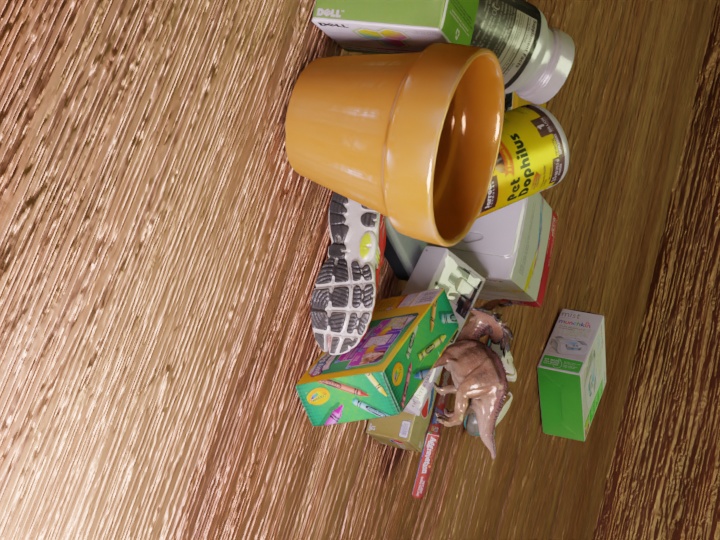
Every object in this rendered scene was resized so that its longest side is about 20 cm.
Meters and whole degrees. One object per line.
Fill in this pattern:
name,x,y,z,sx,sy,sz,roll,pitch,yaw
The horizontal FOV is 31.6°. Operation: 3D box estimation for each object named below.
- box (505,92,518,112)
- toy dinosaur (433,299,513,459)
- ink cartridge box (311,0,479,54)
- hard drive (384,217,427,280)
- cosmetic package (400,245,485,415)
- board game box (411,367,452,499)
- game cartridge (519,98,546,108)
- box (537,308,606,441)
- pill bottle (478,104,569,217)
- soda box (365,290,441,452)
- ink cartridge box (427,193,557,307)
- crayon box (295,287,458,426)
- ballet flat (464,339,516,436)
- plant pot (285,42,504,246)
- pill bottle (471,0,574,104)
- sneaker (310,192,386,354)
box,0.147,-0.222,1.672,0.041,0.118,0.202,-40,136,-63
toy dinosaur,0.147,0.121,1.559,0.086,0.135,0.201,46,19,-56
ink cartridge box,0.020,-0.282,1.290,0.200,0.147,0.076,22,78,-67
hard drive,0.052,-0.093,1.603,0.200,0.033,0.140,59,44,-59
cosmetic package,0.080,0.076,1.626,0.082,0.051,0.201,35,75,-31
board game box,0.104,0.224,1.796,0.200,0.019,0.104,-66,168,-65
game cartridge,0.263,-0.278,2.069,0.200,0.032,0.177,-58,149,-49
box,0.434,0.213,2.608,0.177,0.096,0.201,-57,148,-41
pill bottle,0.152,-0.127,1.567,0.199,0.109,0.110,-23,126,-27
soda box,0.069,0.134,1.698,0.068,0.064,0.201,48,55,-63
ink cartridge box,0.180,-0.044,1.792,0.200,0.144,0.146,32,69,-67
crayon box,0.023,0.098,1.478,0.200,0.118,0.059,-49,121,-53
ballet flat,0.228,0.189,2.120,0.068,0.063,0.201,68,37,-53
plant pot,0.030,-0.143,1.313,0.200,0.182,0.201,-47,144,-50
pill bottle,0.154,-0.283,1.542,0.199,0.116,0.117,22,75,-24
sneaker,0.000,0.000,1.450,0.085,0.076,0.202,24,76,-67
